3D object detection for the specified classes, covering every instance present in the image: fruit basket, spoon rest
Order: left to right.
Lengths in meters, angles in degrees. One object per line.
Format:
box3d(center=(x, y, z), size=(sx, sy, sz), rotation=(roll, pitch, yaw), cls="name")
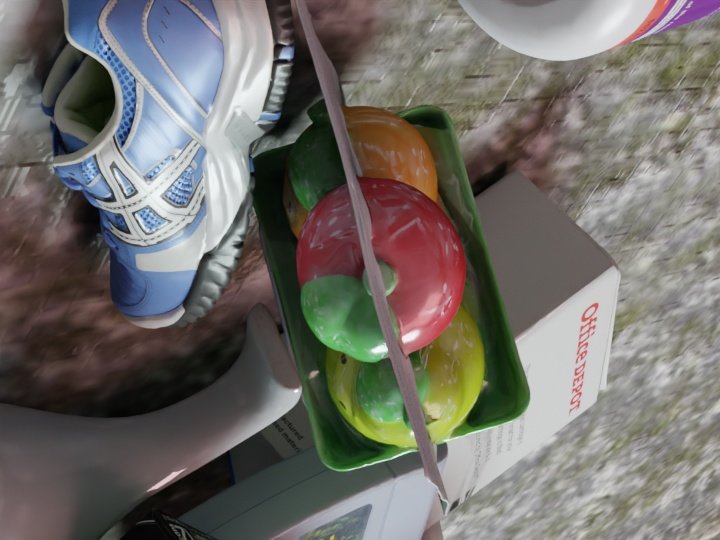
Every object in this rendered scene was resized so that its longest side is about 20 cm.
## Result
box3d(center=(-0.119, 0.077, 0.752), size=(0.199, 0.100, 0.061), rotation=(-22, 157, -9), cls="spoon rest")
box3d(center=(0.000, 0.000, 0.735), size=(0.093, 0.187, 0.200), rotation=(-17, 170, 7), cls="fruit basket")

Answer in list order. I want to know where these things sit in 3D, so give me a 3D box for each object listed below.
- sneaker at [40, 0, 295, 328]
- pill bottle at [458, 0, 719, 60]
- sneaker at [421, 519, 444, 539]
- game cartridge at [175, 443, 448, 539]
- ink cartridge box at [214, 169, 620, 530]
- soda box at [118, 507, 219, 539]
box3d(center=(-0.079, -0.049, 0.709), size=(0.076, 0.076, 0.201), rotation=(-5, 143, -17), cls="sneaker")
box3d(center=(0.128, -0.158, 0.788), size=(0.199, 0.112, 0.113), rotation=(-21, 147, -41), cls="pill bottle")
box3d(center=(-0.018, 0.168, 1.143), size=(0.111, 0.074, 0.200), rotation=(-10, 166, -8), cls="sneaker")
box3d(center=(-0.048, 0.141, 0.887), size=(0.199, 0.041, 0.134), rotation=(-26, 145, -29), cls="game cartridge")
box3d(center=(0.031, 0.062, 1.012), size=(0.199, 0.084, 0.146), rotation=(-35, 153, -19), cls="ink cartridge box")
box3d(center=(-0.052, 0.162, 0.806), size=(0.071, 0.063, 0.200), rotation=(-42, 153, 2), cls="soda box")
